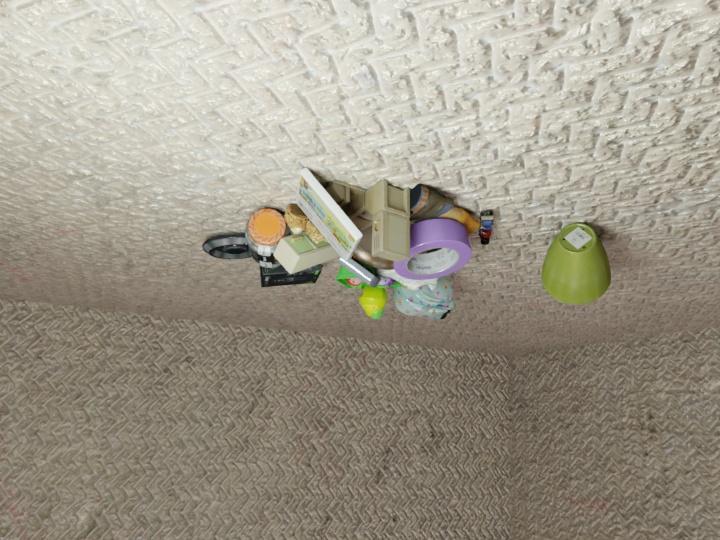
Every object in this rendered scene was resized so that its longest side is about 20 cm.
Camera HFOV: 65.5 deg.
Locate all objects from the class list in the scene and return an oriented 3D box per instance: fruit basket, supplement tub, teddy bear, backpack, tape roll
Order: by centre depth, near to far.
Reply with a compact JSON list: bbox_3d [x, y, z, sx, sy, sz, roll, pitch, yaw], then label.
[{"bbox_3d":[0.178,-0.050,1.424,0.199,0.066,0.200,-8,152,-4],"label":"tape roll"},{"bbox_3d":[-0.107,-0.108,1.459,0.199,0.145,0.067,8,124,-33],"label":"teddy bear"},{"bbox_3d":[-0.251,-0.089,1.530,0.122,0.123,0.200,4,165,-5],"label":"supplement tub"},{"bbox_3d":[0.033,0.054,1.852,0.215,0.217,0.155,-3,164,21],"label":"fruit basket"},{"bbox_3d":[0.216,0.068,1.925,0.199,0.176,0.154,4,148,-7],"label":"backpack"}]

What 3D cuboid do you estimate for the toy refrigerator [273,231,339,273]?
[{"bbox_3d":[-0.129,-0.063,1.501,0.200,0.076,0.070,-22,152,-48],"label":"toy refrigerator"}]

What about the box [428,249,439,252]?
[{"bbox_3d":[0.182,-0.044,1.752,0.161,0.049,0.200,-13,156,40],"label":"box"}]

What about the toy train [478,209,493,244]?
[{"bbox_3d":[0.332,-0.110,1.485,0.034,0.046,0.200,0,164,11],"label":"toy train"}]

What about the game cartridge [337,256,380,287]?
[{"bbox_3d":[0.000,0.000,1.673,0.133,0.041,0.200,33,-177,4],"label":"game cartridge"}]

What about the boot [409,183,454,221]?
[{"bbox_3d":[0.142,-0.140,1.362,0.097,0.075,0.200,12,161,-19],"label":"boot"}]

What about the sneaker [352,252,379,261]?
[{"bbox_3d":[0.062,-0.052,1.651,0.199,0.079,0.077,-3,-170,21],"label":"sneaker"}]

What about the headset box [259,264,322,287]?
[{"bbox_3d":[-0.223,-0.014,1.807,0.199,0.093,0.174,-4,166,-14],"label":"headset box"}]

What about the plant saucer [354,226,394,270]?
[{"bbox_3d":[0.032,-0.079,1.546,0.200,0.032,0.200,27,153,15],"label":"plant saucer"}]

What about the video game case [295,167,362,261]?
[{"bbox_3d":[-0.078,-0.125,1.303,0.023,0.200,0.182,-38,174,-16],"label":"video game case"}]

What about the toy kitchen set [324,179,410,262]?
[{"bbox_3d":[-0.008,-0.104,1.317,0.163,0.181,0.200,14,157,-32],"label":"toy kitchen set"}]

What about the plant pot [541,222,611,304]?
[{"bbox_3d":[0.584,-0.036,1.516,0.186,0.188,0.200,-2,149,19],"label":"plant pot"}]

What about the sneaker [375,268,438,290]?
[{"bbox_3d":[0.145,0.018,1.708,0.199,0.088,0.075,5,-173,6],"label":"sneaker"}]

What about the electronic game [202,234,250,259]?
[{"bbox_3d":[-0.393,-0.076,1.754,0.199,0.042,0.200,-5,165,-1],"label":"electronic game"}]

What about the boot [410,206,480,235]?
[{"bbox_3d":[0.197,-0.108,1.460,0.201,0.071,0.144,-19,148,40],"label":"boot"}]

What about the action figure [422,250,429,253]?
[{"bbox_3d":[0.197,-0.058,1.582,0.199,0.119,0.102,9,-161,-42],"label":"action figure"}]
